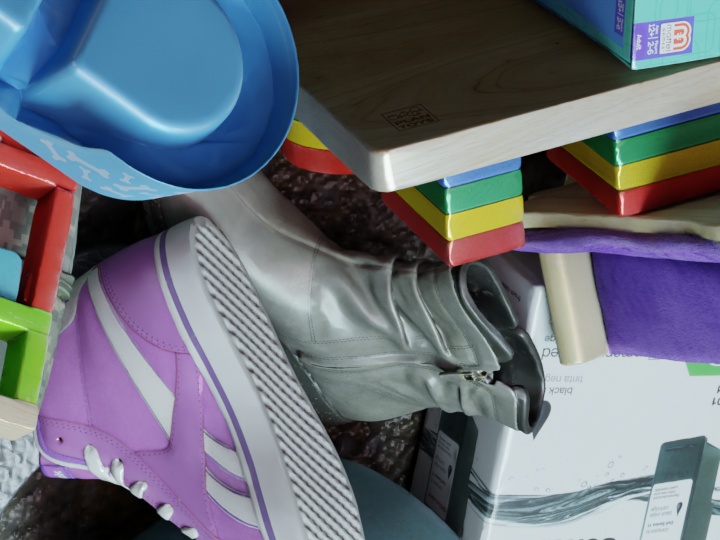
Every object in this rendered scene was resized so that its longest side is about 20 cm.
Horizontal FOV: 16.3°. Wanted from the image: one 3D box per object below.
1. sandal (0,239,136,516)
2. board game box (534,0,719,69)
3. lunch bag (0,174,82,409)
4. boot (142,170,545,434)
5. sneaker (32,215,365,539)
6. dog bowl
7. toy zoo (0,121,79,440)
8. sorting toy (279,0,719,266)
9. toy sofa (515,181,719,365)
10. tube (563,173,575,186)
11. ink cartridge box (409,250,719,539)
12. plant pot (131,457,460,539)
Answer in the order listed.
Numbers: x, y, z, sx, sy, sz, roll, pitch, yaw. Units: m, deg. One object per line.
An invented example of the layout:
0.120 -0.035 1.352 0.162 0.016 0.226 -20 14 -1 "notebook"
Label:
-0.161 0.059 1.134 0.200 0.043 0.076 -46 115 6 "sandal"
0.086 -0.188 1.034 0.045 0.200 0.153 -9 118 -22 "board game box"
-0.209 -0.034 1.004 0.200 0.139 0.168 17 82 -31 "lunch bag"
0.000 0.000 1.121 0.200 0.130 0.068 53 46 -39 "boot"
-0.073 0.090 1.078 0.114 0.073 0.201 -26 82 17 "sneaker"
-0.117 -0.101 0.956 0.200 0.050 0.112 35 57 -21 "dog bowl"
-0.167 -0.049 0.946 0.131 0.020 0.201 21 63 -28 "toy zoo"
0.060 -0.080 1.073 0.200 0.199 0.070 -16 120 -18 "sorting toy"
0.145 0.005 1.069 0.097 0.200 0.083 -19 102 -29 "toy sofa"
0.186 -0.030 1.205 0.199 0.052 0.058 9 66 -22 "tube"
0.111 0.082 1.246 0.146 0.083 0.201 0 114 -25 "ink cartridge box"
-0.021 0.168 1.176 0.135 0.200 0.200 -53 127 -22 "plant pot"
